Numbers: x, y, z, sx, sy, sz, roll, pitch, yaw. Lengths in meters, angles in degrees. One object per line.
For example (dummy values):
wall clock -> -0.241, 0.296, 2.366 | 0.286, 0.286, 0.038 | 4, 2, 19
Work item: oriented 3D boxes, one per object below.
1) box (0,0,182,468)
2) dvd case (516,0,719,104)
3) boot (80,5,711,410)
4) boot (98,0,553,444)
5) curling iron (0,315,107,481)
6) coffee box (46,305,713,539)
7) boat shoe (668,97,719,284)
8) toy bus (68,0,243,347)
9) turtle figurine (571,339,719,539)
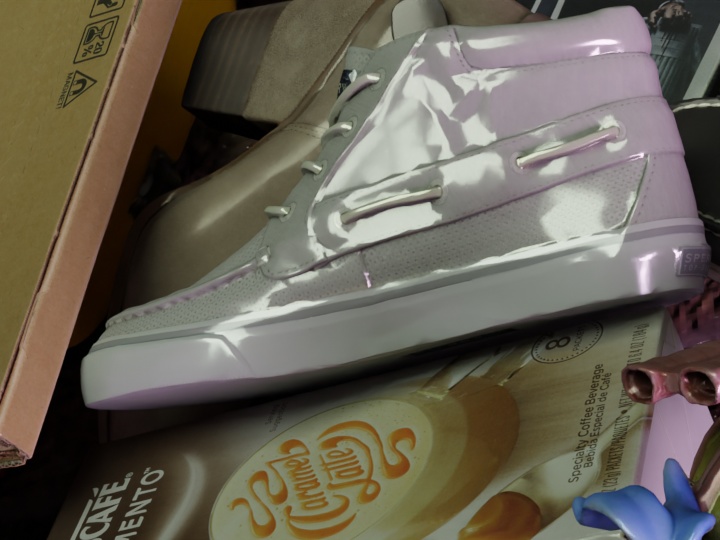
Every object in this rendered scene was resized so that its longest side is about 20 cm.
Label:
box -> -0.141, -0.020, 0.901 | 0.163, 0.021, 0.201 | -12, 52, 40
dvd case -> 0.073, -0.092, 0.949 | 0.150, 0.025, 0.201 | 14, 68, 36
boot -> 0.003, -0.019, 0.827 | 0.198, 0.074, 0.096 | -13, 81, 12
boot -> 0.000, 0.000, 0.887 | 0.145, 0.070, 0.202 | 12, 92, 26
curling iron -> -0.130, 0.067, 0.958 | 0.049, 0.026, 0.201 | 16, 68, 48
coffee box -> 0.005, 0.094, 0.803 | 0.199, 0.080, 0.115 | -15, 27, 21
boat shoe -> 0.165, -0.019, 0.810 | 0.199, 0.065, 0.072 | 24, 69, 34
toy bus -> -0.100, -0.068, 0.985 | 0.078, 0.065, 0.201 | -14, 45, 40
turtle figurine -> 0.152, 0.079, 0.694 | 0.199, 0.144, 0.194 | 29, 42, 6
